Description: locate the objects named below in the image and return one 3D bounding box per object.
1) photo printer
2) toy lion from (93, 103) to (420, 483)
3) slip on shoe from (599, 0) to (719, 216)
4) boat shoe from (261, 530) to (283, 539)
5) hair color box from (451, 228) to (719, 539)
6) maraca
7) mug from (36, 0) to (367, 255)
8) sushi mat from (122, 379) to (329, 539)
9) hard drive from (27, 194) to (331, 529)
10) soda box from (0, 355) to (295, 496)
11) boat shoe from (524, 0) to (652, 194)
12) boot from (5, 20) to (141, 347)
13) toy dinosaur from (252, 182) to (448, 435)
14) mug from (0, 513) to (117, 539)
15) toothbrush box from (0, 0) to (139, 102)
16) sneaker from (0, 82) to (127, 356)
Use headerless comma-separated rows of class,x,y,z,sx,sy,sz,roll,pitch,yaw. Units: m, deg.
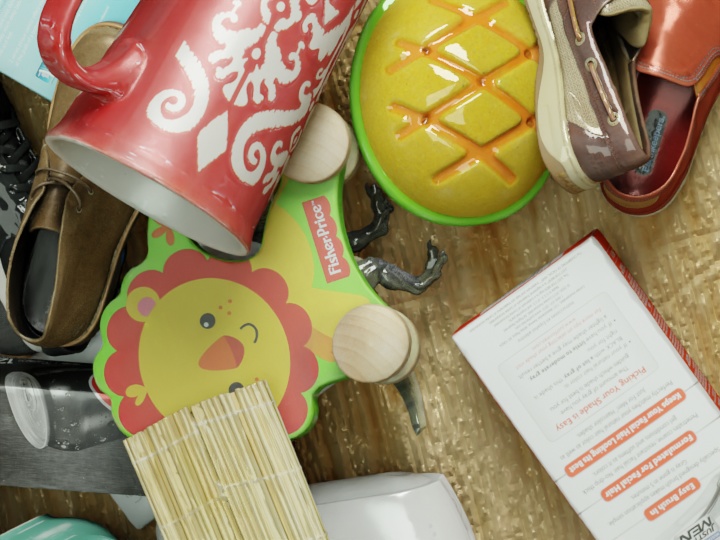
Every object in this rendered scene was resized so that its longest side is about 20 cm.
photo printer,-0.017,0.217,1.611,0.199,0.069,0.167,-9,95,10
toy lion,-0.072,0.020,1.528,0.191,0.069,0.201,-17,85,6
slip on shoe,0.190,-0.129,1.542,0.074,0.061,0.201,17,98,9
boat shoe,-0.064,0.239,1.555,0.066,0.072,0.202,3,101,21
hair color box,0.159,0.087,1.572,0.111,0.064,0.200,-35,89,10
maraca,0.059,-0.127,1.542,0.137,0.107,0.201,0,84,-17
mug,-0.078,-0.133,1.436,0.133,0.178,0.200,26,80,19
sushi mat,-0.062,0.172,1.502,0.095,0.012,0.201,-22,91,15
hard drive,-0.103,0.055,1.629,0.200,0.026,0.132,-37,90,11
soda box,-0.140,0.099,1.587,0.199,0.063,0.071,4,105,1
boat shoe,0.143,-0.146,1.509,0.072,0.072,0.201,-17,60,32
boot,-0.167,-0.050,1.517,0.073,0.075,0.201,13,94,12
toy dinosaur,0.000,0.000,1.577,0.088,0.047,0.200,-41,84,-11
mug,-0.196,0.215,1.599,0.185,0.152,0.115,-29,86,7
toothbrush box,-0.167,-0.180,1.581,0.199,0.085,0.147,29,100,4
sneaker,-0.201,-0.045,1.597,0.111,0.073,0.201,-1,105,29
